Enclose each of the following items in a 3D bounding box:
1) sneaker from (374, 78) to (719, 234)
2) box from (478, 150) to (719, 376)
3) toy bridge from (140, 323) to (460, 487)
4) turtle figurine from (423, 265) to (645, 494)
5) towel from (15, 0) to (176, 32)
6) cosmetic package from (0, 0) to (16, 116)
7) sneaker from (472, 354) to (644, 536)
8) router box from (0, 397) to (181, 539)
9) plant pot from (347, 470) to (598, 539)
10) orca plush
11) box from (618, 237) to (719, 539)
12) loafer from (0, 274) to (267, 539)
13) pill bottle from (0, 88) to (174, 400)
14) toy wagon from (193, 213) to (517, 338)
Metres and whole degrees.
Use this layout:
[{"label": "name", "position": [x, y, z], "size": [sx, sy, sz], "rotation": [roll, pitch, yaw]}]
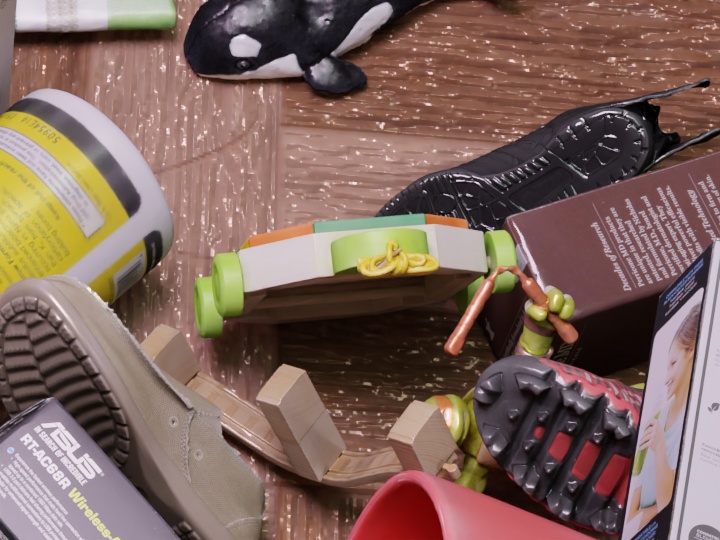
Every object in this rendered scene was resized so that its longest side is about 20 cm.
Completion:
[{"label": "sneaker", "position": [0.107, -0.052, 1.374], "size": [0.199, 0.104, 0.060], "rotation": [-24, 91, 15]}, {"label": "box", "position": [0.170, -0.006, 1.340], "size": [0.199, 0.100, 0.075], "rotation": [-16, 66, -17]}, {"label": "toy bridge", "position": [-0.028, 0.079, 1.249], "size": [0.200, 0.067, 0.027], "rotation": [15, 54, 39]}, {"label": "turtle figurine", "position": [0.088, 0.093, 1.272], "size": [0.161, 0.201, 0.064], "rotation": [10, 16, -25]}, {"label": "towel", "position": [-0.209, -0.199, 1.413], "size": [0.199, 0.031, 0.150], "rotation": [-1, 68, -10]}, {"label": "cosmetic package", "position": [-0.242, -0.085, 1.251], "size": [0.052, 0.200, 0.151], "rotation": [35, 63, 9]}, {"label": "sneaker", "position": [0.145, 0.092, 1.217], "size": [0.200, 0.071, 0.098], "rotation": [27, 27, -7]}, {"label": "router box", "position": [-0.109, 0.175, 1.165], "size": [0.062, 0.150, 0.200], "rotation": [-37, 73, -24]}, {"label": "plant pot", "position": [0.084, 0.209, 1.168], "size": [0.177, 0.200, 0.201], "rotation": [14, 60, -16]}, {"label": "orca plush", "position": [-0.003, -0.162, 1.409], "size": [0.199, 0.071, 0.106], "rotation": [-4, 63, -12]}, {"label": "box", "position": [0.188, 0.096, 1.138], "size": [0.116, 0.060, 0.201], "rotation": [22, 54, -11]}, {"label": "loafer", "position": [-0.114, 0.078, 1.231], "size": [0.200, 0.075, 0.068], "rotation": [59, 38, -23]}, {"label": "pill bottle", "position": [-0.202, 0.007, 1.259], "size": [0.114, 0.114, 0.200], "rotation": [41, 63, 13]}, {"label": "toy wagon", "position": [0.000, 0.000, 1.251], "size": [0.154, 0.200, 0.040], "rotation": [-5, 81, -12]}]
